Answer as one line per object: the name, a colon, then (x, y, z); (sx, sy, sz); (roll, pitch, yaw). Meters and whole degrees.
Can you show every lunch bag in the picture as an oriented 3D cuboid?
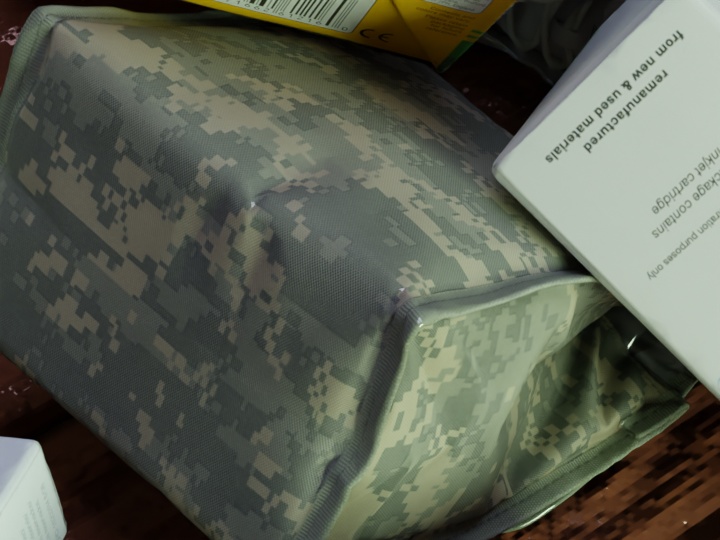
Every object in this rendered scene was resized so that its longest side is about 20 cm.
lunch bag: (0.000, 0.000, 0.807); (0.164, 0.118, 0.200); (38, 27, 27)

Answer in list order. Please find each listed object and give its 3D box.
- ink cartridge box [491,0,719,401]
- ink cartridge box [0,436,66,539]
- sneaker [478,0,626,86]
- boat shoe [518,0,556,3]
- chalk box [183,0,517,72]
ink cartridge box: (0.150, -0.007, 0.781); (0.200, 0.084, 0.145); (45, 27, -3)
ink cartridge box: (-0.203, 0.112, 0.686); (0.199, 0.041, 0.200); (5, 40, 25)
sneaker: (0.060, -0.097, 0.937); (0.199, 0.075, 0.115); (1, 45, -11)
boat shoe: (0.017, -0.110, 0.858); (0.199, 0.065, 0.074); (3, 75, -14)
chalk box: (0.004, -0.181, 0.770); (0.124, 0.124, 0.201); (14, 73, -14)
